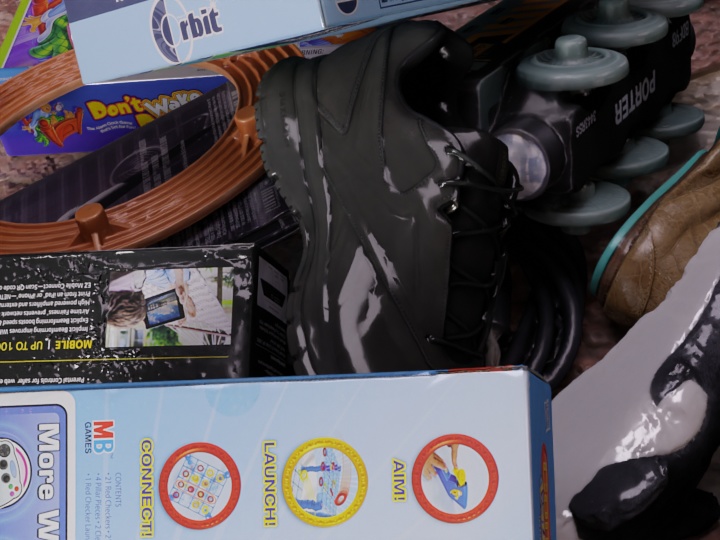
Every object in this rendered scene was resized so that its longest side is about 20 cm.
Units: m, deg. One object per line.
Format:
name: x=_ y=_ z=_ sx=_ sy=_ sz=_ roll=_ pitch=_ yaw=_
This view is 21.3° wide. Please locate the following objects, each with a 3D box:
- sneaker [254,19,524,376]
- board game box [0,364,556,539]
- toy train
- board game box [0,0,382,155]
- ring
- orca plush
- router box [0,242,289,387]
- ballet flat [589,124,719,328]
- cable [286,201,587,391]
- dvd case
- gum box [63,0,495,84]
sneaker: x=0.020 y=-0.007 z=0.710 sx=0.091 sy=0.076 sz=0.201 roll=-24 pitch=67 yaw=26
board game box: x=-0.035 y=0.135 z=0.613 sx=0.195 sy=0.056 sz=0.201 roll=-3 pitch=81 yaw=13
toy train: x=0.079 y=-0.079 z=0.836 sx=0.113 sy=0.086 sz=0.200 roll=7 pitch=26 yaw=25
board game box: x=-0.079 y=-0.124 z=0.982 sx=0.199 sy=0.045 sz=0.135 roll=-3 pitch=44 yaw=13
ring: x=-0.118 y=-0.063 z=0.859 sx=0.199 sy=0.019 sz=0.201 roll=-13 pitch=35 yaw=9
orca plush: x=0.108 y=0.066 z=0.723 sx=0.105 sy=0.071 sz=0.200 roll=-5 pitch=46 yaw=53
router box: x=-0.131 y=0.069 z=0.742 sx=0.199 sy=0.051 sz=0.150 roll=-2 pitch=76 yaw=14
ballet flat: x=0.174 y=-0.042 z=0.818 sx=0.072 sy=0.068 sz=0.200 roll=30 pitch=57 yaw=14
cable: x=0.000 y=0.000 z=0.826 sx=0.163 sy=0.051 sz=0.200 roll=-33 pitch=45 yaw=-18
dvd case: x=-0.122 y=-0.011 z=0.848 sx=0.199 sy=0.016 sz=0.149 roll=-27 pitch=30 yaw=5
gum box: x=0.006 y=-0.124 z=0.798 sx=0.199 sy=0.045 sz=0.170 roll=-17 pitch=8 yaw=-39
